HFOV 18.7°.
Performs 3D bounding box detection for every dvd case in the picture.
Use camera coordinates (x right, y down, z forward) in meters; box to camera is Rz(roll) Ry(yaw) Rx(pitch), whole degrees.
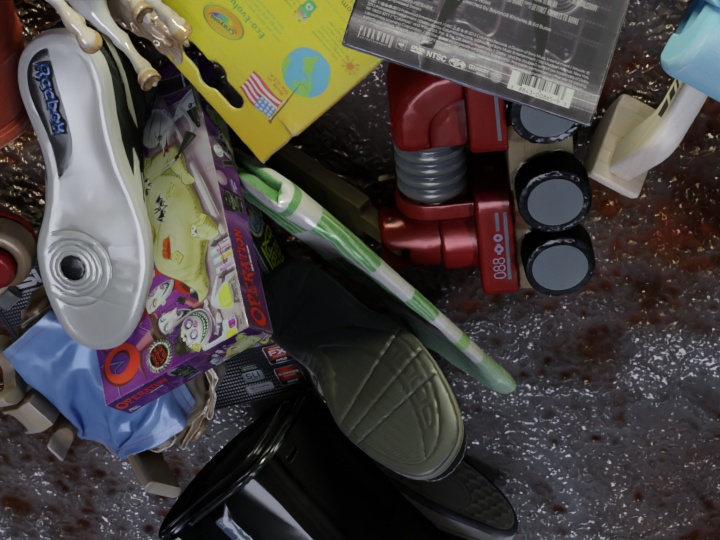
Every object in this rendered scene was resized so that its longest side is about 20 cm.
[{"bbox_3d":[0.089,-0.199,1.232,0.148,0.016,0.201,18,89,-6],"label":"dvd case"}]

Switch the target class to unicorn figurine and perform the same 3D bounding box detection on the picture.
[{"bbox_3d":[-0.161,-0.181,1.237,0.074,0.137,0.200,-35,162,-11],"label":"unicorn figurine"}]

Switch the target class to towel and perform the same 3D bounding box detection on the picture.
[{"bbox_3d":[0.000,0.000,1.394,0.200,0.153,0.023,42,86,-23],"label":"towel"}]

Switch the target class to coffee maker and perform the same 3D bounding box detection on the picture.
[{"bbox_3d":[-0.006,0.181,1.478,0.192,0.135,0.200,-42,100,9],"label":"coffee maker"}]

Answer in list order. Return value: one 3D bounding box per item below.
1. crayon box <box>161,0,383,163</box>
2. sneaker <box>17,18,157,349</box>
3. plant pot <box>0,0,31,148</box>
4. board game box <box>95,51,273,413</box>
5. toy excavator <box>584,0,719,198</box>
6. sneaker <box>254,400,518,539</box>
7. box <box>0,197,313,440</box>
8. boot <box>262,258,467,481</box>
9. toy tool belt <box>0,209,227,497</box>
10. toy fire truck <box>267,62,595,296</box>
[{"bbox_3d":[-0.028,-0.172,1.306,0.200,0.051,0.127,-38,96,31],"label":"crayon box"},{"bbox_3d":[-0.152,-0.061,1.349,0.073,0.112,0.201,0,109,13],"label":"sneaker"},{"bbox_3d":[-0.287,-0.187,1.279,0.200,0.201,0.196,7,121,3],"label":"plant pot"},{"bbox_3d":[-0.126,-0.025,1.374,0.120,0.200,0.032,-32,148,31],"label":"board game box"},{"bbox_3d":[0.206,-0.125,1.286,0.100,0.194,0.200,27,99,-13],"label":"toy excavator"},{"bbox_3d":[0.002,0.190,1.583,0.202,0.077,0.146,21,119,2],"label":"sneaker"},{"bbox_3d":[-0.140,0.028,1.507,0.199,0.044,0.160,-14,125,19],"label":"box"},{"bbox_3d":[0.029,0.083,1.423,0.074,0.204,0.154,-48,139,2],"label":"boot"},{"bbox_3d":[-0.185,0.057,1.430,0.200,0.123,0.125,38,124,-19],"label":"toy tool belt"},{"bbox_3d":[0.037,-0.075,1.365,0.199,0.129,0.176,-7,127,2],"label":"toy fire truck"}]
